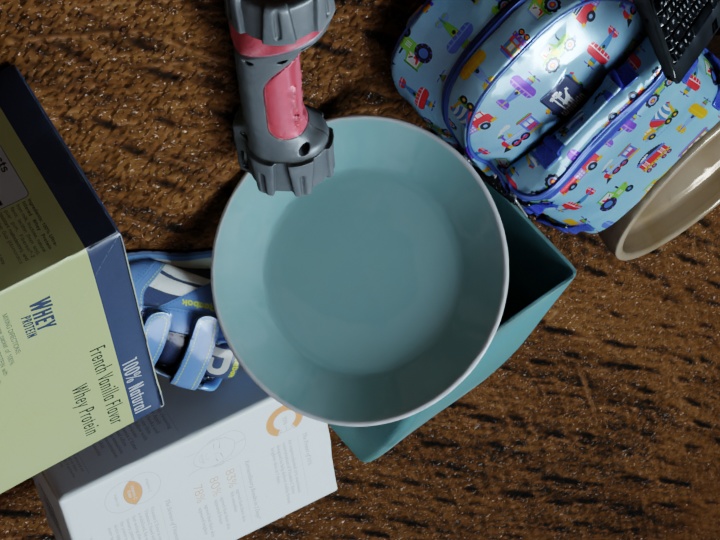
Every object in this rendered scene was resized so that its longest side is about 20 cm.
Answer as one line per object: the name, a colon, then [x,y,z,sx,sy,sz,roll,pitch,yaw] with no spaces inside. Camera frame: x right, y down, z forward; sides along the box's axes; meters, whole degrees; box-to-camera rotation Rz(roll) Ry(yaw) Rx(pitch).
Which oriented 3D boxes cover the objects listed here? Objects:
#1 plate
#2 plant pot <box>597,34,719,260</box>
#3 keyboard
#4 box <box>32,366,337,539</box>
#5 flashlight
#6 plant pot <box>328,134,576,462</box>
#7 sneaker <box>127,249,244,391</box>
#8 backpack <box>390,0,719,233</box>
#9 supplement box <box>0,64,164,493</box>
plate: [0.000,0.000,1.329,0.200,0.201,0.026,-39,169,8]
plant pot: [0.236,-0.107,1.509,0.200,0.093,0.201,-37,163,-13]
keyboard: [0.217,-0.201,1.297,0.039,0.105,0.200,-18,-161,30]
box: [-0.129,0.128,1.448,0.199,0.098,0.125,-24,136,-16]
flashlight: [-0.043,-0.118,1.230,0.068,0.068,0.201,-31,151,-15]
plant pot: [0.031,0.037,1.460,0.141,0.141,0.201,-33,162,-32]
sneaker: [-0.123,0.036,1.363,0.199,0.083,0.074,-9,144,-37]
backpack: [0.125,-0.132,1.326,0.182,0.135,0.200,-43,149,12]
supplement box: [-0.238,0.027,1.162,0.199,0.135,0.201,-28,151,-14]
